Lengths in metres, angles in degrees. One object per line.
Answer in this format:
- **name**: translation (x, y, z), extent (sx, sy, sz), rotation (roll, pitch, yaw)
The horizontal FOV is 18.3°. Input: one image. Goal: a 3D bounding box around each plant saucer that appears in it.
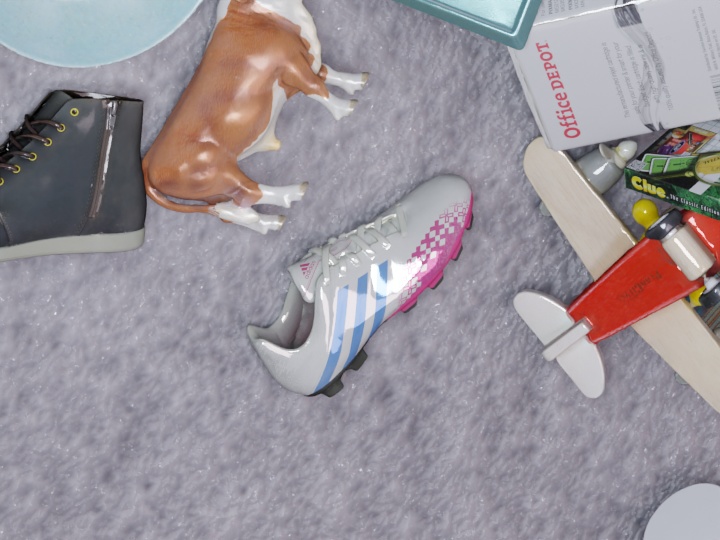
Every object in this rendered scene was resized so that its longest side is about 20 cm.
- **plant saucer**: translation (0.029, -0.216, 1.504), extent (0.199, 0.019, 0.070), rotation (22, 98, 8)
- **plant saucer**: translation (-0.182, -0.233, 1.447), extent (0.200, 0.039, 0.202), rotation (-8, 110, -24)

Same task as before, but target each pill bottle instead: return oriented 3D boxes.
- **pill bottle**: translation (0.320, 0.266, 1.830), extent (0.113, 0.113, 0.200), rotation (-47, 121, -5)

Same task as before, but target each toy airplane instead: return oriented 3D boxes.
- **toy airplane**: translation (0.215, 0.002, 1.670), extent (0.141, 0.198, 0.201), rotation (-42, 137, -47)

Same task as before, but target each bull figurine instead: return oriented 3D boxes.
- **bull figurine**: translation (-0.069, -0.121, 1.520), extent (0.121, 0.065, 0.201), rotation (30, 99, -6)

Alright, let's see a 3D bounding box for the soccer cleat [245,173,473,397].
- **soccer cleat**: translation (0.000, 0.000, 1.601), extent (0.086, 0.070, 0.200), rotation (40, 87, -32)

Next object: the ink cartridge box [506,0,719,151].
- **ink cartridge box**: translation (0.210, -0.172, 1.563), extent (0.199, 0.084, 0.145), rotation (-11, 144, 13)

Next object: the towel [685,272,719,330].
- **towel**: translation (0.344, -0.023, 1.798), extent (0.200, 0.022, 0.147), rotation (-47, 120, -3)

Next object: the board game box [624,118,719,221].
- **board game box**: translation (0.289, -0.103, 1.606), extent (0.200, 0.105, 0.024), rotation (-40, 138, -33)

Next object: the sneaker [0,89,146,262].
- **sneaker**: translation (-0.234, -0.065, 1.466), extent (0.199, 0.075, 0.107), rotation (-6, 105, -35)
